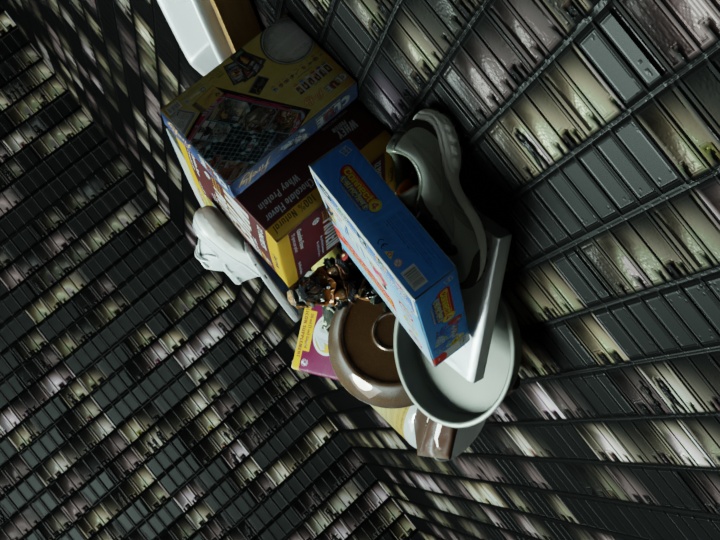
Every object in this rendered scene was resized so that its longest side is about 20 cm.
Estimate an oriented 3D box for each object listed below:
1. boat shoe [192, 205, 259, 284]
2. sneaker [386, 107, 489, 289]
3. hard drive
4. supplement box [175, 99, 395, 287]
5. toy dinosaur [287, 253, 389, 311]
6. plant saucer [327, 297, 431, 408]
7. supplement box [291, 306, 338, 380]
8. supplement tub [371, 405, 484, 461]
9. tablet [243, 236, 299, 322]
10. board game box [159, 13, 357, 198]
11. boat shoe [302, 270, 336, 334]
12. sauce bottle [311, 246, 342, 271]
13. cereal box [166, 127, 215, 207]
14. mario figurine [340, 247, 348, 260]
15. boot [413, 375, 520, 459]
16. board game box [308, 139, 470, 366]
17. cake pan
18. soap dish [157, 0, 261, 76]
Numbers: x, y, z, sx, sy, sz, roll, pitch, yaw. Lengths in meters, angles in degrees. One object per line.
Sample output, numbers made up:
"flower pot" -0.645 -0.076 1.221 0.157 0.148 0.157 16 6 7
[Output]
"boat shoe" -0.189 -0.028 1.264 0.073 0.068 0.200 59 -175 16
"sneaker" 0.078 -0.067 0.990 0.073 0.079 0.203 15 132 55
"hard drive" 0.110 0.016 1.094 0.131 0.026 0.203 38 136 40
"supplement box" -0.088 -0.133 1.167 0.200 0.197 0.133 45 165 18
"toy dinosaur" 0.000 0.000 1.232 0.103 0.200 0.135 54 150 -9
"plant saucer" 0.046 0.088 1.282 0.200 0.200 0.032 43 174 25
"supplement box" 0.004 0.115 1.449 0.197 0.134 0.102 7 172 39
"supplement tub" 0.098 0.200 1.511 0.199 0.144 0.145 40 162 38
"tablet" -0.133 -0.019 1.302 0.131 0.014 0.201 57 -176 -27
"board game box" -0.119 -0.198 1.098 0.136 0.199 0.035 46 166 17
"boat shoe" -0.028 0.068 1.366 0.199 0.064 0.071 34 169 38
"sauce bottle" -0.056 -0.012 1.632 0.066 0.066 0.202 31 156 52
"cereal box" -0.225 -0.118 1.384 0.201 0.039 0.145 55 167 45
"mario figurine" 0.024 -0.005 1.435 0.121 0.108 0.200 13 174 0
"boot" 0.142 0.199 1.313 0.186 0.063 0.204 47 125 57
"board game box" 0.037 -0.015 1.030 0.201 0.055 0.196 52 173 26
"cake pan" 0.124 0.094 1.170 0.198 0.036 0.205 1 92 45
"soap dish" -0.200 -0.341 1.238 0.157 0.081 0.201 40 161 37
